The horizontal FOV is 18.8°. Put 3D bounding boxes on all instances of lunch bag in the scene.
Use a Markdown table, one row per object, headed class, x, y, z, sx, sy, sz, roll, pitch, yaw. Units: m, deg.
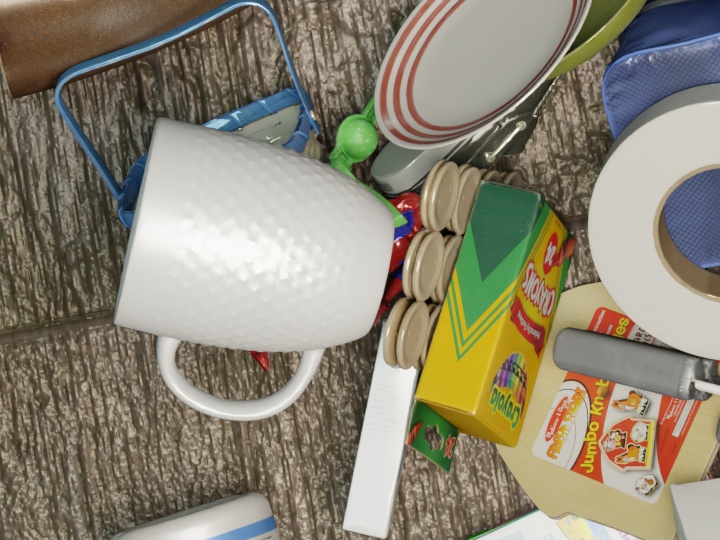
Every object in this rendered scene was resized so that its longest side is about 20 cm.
| class | x | y | z | sx | sy | sz | roll | pitch | yaw |
| --- | --- | --- | --- | --- | --- | --- | --- | --- | --- |
| lunch bag | 0.261 | -0.102 | 1.565 | 0.135 | 0.132 | 0.201 | -8 | 115 | 20 |

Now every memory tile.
| class | x | y | z | sx | sy | sz | roll | pitch | yaw |
| --- | --- | --- | --- | --- | --- | --- | --- | --- | --- |
| memory tile | 0.069 | -0.002 | 1.583 | 0.017 | 0.200 | 0.154 | 13 | 94 | 21 |

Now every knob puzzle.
| class | x | y | z | sx | sy | sz | roll | pitch | yaw |
| --- | --- | --- | --- | --- | --- | --- | --- | --- | --- |
| knob puzzle | 0.183 | 0.096 | 1.629 | 0.219 | 0.030 | 0.220 | -9 | 67 | 22 |

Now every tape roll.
| class | x | y | z | sx | sy | sz | roll | pitch | yaw |
| --- | --- | --- | --- | --- | --- | --- | --- | --- | --- |
| tape roll | 0.259 | -0.032 | 1.504 | 0.202 | 0.037 | 0.203 | 6 | 118 | 12 |

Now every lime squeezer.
| class | x | y | z | sx | sy | sz | roll | pitch | yaw |
| --- | --- | --- | --- | --- | --- | --- | --- | --- | --- |
| lime squeezer | 0.006 | -0.095 | 1.625 | 0.038 | 0.200 | 0.071 | 33 | 128 | -23 |

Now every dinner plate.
| class | x | y | z | sx | sy | sz | roll | pitch | yaw |
| --- | --- | --- | --- | --- | --- | --- | --- | --- | --- |
| dinner plate | 0.092 | -0.164 | 1.567 | 0.200 | 0.200 | 0.024 | -46 | 122 | 8 |

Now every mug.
| class | x | y | z | sx | sy | sz | roll | pitch | yaw |
| --- | --- | --- | --- | --- | --- | --- | --- | --- | --- |
| mug | -0.077 | 0.008 | 1.518 | 0.175 | 0.148 | 0.201 | 12 | 103 | -7 |

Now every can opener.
| class | x | y | z | sx | sy | sz | roll | pitch | yaw |
| --- | --- | --- | --- | --- | --- | --- | --- | --- | --- |
| can opener | 0.229 | 0.092 | 1.558 | 0.200 | 0.053 | 0.067 | 13 | 92 | 34 |

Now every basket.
| class | x | y | z | sx | sy | sz | roll | pitch | yaw |
| --- | --- | --- | --- | --- | --- | --- | --- | --- | --- |
| basket | -0.115 | -0.090 | 1.636 | 0.176 | 0.139 | 0.200 | -20 | 118 | 10 |

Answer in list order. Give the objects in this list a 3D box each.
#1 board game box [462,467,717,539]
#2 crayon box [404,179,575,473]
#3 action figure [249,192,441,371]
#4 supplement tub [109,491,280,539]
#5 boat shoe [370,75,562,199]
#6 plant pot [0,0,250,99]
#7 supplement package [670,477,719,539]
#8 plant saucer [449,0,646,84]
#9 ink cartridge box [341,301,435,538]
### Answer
| class | x | y | z | sx | sy | sz | roll | pitch | yaw |
| --- | --- | --- | --- | --- | --- | --- | --- | --- | --- |
| board game box | 0.194 | 0.234 | 1.640 | 0.200 | 0.040 | 0.153 | -25 | 86 | 10 |
| crayon box | 0.097 | 0.049 | 1.592 | 0.051 | 0.127 | 0.201 | 14 | 81 | 21 |
| action figure | 0.000 | 0.000 | 1.614 | 0.200 | 0.052 | 0.066 | -34 | 116 | -9 |
| supplement tub | -0.105 | 0.280 | 1.652 | 0.132 | 0.132 | 0.201 | -17 | 88 | 10 |
| boat shoe | 0.099 | -0.118 | 1.648 | 0.200 | 0.071 | 0.064 | -41 | 119 | 7 |
| plant pot | -0.180 | -0.238 | 1.654 | 0.199 | 0.187 | 0.188 | -9 | 89 | -4 |
| supplement package | 0.329 | 0.254 | 1.513 | 0.191 | 0.147 | 0.201 | -9 | 116 | 3 |
| plant saucer | 0.151 | -0.209 | 1.593 | 0.200 | 0.200 | 0.031 | -43 | 123 | 8 |
| ink cartridge box | 0.025 | 0.096 | 1.641 | 0.039 | 0.099 | 0.201 | 13 | 92 | 4 |
